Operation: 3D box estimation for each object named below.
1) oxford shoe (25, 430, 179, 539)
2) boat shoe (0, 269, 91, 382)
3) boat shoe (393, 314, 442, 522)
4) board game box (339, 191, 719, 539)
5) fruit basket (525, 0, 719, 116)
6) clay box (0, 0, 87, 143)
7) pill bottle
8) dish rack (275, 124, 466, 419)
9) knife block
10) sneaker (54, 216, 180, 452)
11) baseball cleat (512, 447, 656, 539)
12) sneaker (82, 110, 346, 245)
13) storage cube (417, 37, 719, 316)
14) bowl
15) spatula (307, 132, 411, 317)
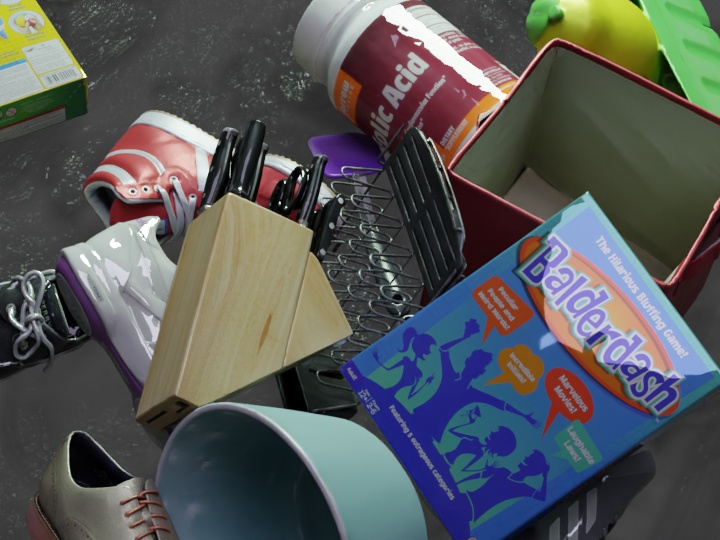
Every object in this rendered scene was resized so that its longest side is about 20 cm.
[{"bbox_3d":[-0.147,0.174,1.063,0.071,0.074,0.200,-3,28,-47],"label":"oxford shoe"},{"bbox_3d":[-0.228,0.036,1.193,0.198,0.068,0.074,-13,84,-23],"label":"boat shoe"},{"bbox_3d":[0.061,0.105,1.160,0.072,0.065,0.200,-19,38,-5],"label":"boat shoe"},{"bbox_3d":[0.110,0.070,1.078,0.200,0.045,0.152,-36,74,0],"label":"board game box"},{"bbox_3d":[0.204,-0.153,1.356,0.214,0.156,0.216,14,45,-15],"label":"fruit basket"},{"bbox_3d":[-0.319,-0.191,1.386,0.114,0.048,0.200,-22,56,-23],"label":"clay box"},{"bbox_3d":[0.046,-0.149,1.359,0.114,0.115,0.200,-35,63,-30],"label":"pill bottle"},{"bbox_3d":[0.000,0.000,1.189,0.054,0.200,0.154,8,46,-32],"label":"dish rack"},{"bbox_3d":[-0.091,-0.008,1.132,0.199,0.064,0.176,-24,84,-38],"label":"knife block"},{"bbox_3d":[-0.124,0.054,1.157,0.099,0.075,0.201,-32,94,-24],"label":"sneaker"},{"bbox_3d":[0.138,0.202,1.131,0.199,0.070,0.107,-31,67,-17],"label":"baseball cleat"},{"bbox_3d":[-0.117,-0.046,1.282,0.199,0.072,0.113,23,48,20],"label":"sneaker"},{"bbox_3d":[0.163,-0.027,1.236,0.199,0.180,0.171,28,53,15],"label":"storage cube"},{"bbox_3d":[-0.033,0.171,1.063,0.105,0.201,0.201,-13,52,-42],"label":"bowl"},{"bbox_3d":[0.007,-0.041,1.327,0.056,0.021,0.201,-9,54,-12],"label":"spatula"}]
